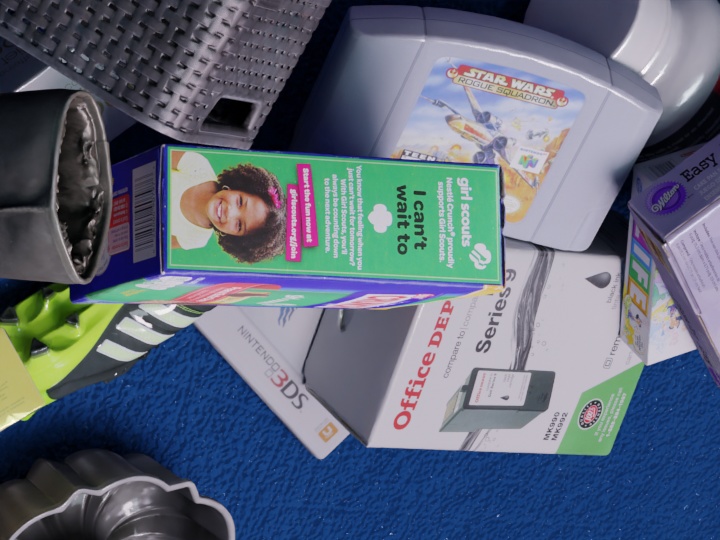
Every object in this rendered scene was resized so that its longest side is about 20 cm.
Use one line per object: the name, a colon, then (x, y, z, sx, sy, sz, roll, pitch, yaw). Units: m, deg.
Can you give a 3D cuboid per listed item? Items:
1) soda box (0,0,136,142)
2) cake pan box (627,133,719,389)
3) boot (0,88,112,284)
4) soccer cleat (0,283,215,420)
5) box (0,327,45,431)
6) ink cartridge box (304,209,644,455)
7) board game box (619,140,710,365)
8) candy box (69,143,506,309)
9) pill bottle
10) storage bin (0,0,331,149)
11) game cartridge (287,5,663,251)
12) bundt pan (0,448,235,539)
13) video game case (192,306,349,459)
soda box: (-0.169, -0.102, 1.569, 0.200, 0.064, 0.068, -37, 132, -10)
cake pan box: (0.273, -0.022, 1.732, 0.184, 0.052, 0.200, -36, 135, -2)
boot: (-0.224, -0.007, 1.477, 0.073, 0.200, 0.182, -30, 122, -68)
soccer cleat: (-0.132, 0.019, 1.680, 0.200, 0.068, 0.081, -28, 151, -21)
box: (-0.230, 0.071, 1.548, 0.075, 0.200, 0.050, -31, 96, -17)
ink cartridge box: (0.083, 0.035, 1.789, 0.200, 0.084, 0.146, 4, 115, -36)
board game box: (0.258, -0.030, 1.776, 0.200, 0.034, 0.135, -18, 131, -22)
candy box: (-0.043, -0.020, 1.577, 0.200, 0.169, 0.077, 1, 84, -22)
pill bottle: (0.195, -0.116, 1.778, 0.200, 0.120, 0.120, 30, 98, -44)
storage bin: (-0.131, -0.152, 1.452, 0.094, 0.200, 0.135, -61, 164, 8)
game cartridge: (0.070, -0.087, 1.684, 0.200, 0.042, 0.133, 13, 133, -16)
bundt pan: (-0.174, 0.194, 1.741, 0.202, 0.076, 0.202, -18, 126, -27)
video game case: (0.000, 0.000, 1.781, 0.200, 0.022, 0.182, -44, 133, -5)
